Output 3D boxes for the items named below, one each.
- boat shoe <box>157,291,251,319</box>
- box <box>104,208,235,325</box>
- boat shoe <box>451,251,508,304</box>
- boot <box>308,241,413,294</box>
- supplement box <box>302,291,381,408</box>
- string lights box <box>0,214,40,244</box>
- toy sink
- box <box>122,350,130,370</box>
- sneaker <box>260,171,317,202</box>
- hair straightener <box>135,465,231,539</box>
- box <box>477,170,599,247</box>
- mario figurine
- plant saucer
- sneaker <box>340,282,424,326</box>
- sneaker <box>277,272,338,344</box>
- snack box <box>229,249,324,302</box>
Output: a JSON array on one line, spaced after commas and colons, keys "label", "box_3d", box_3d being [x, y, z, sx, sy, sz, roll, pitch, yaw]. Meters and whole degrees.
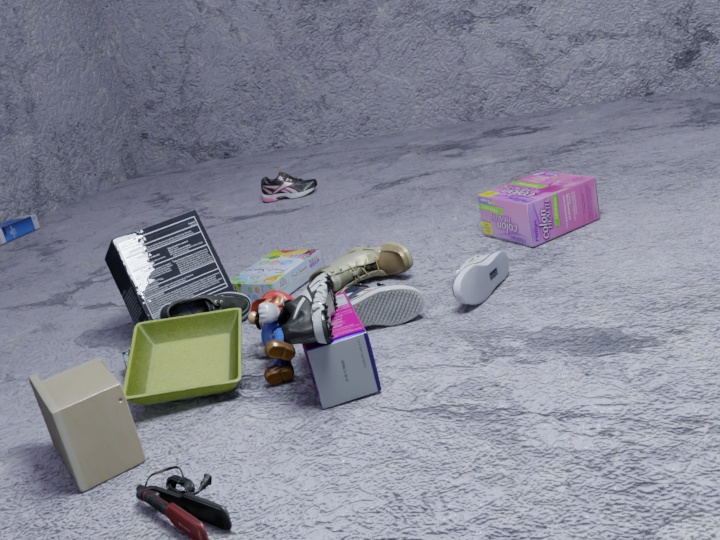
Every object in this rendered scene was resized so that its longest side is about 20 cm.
[{"label": "boat shoe", "box_3d": [-0.304, 0.081, 1.574, 0.196, 0.070, 0.056, -9, -7, -30]}, {"label": "box", "box_3d": [-0.400, 0.009, 1.654, 0.197, 0.202, 0.123, -23, -7, -31]}, {"label": "boat shoe", "box_3d": [0.211, 0.011, 1.476, 0.065, 0.074, 0.199, -5, 19, 36]}, {"label": "boot", "box_3d": [0.000, 0.000, 1.649, 0.197, 0.074, 0.153, -1, 21, 47]}, {"label": "supplement box", "box_3d": [-0.042, 0.123, 1.274, 0.101, 0.103, 0.200, -16, 18, -5]}, {"label": "string lights box", "box_3d": [-1.359, -0.157, 3.057, 0.101, 0.060, 0.200, -2, 21, 31]}, {"label": "toy sink", "box_3d": [-0.418, 0.221, 1.207, 0.110, 0.133, 0.199, -22, 20, -27]}, {"label": "box", "box_3d": [-0.339, 0.158, 1.475, 0.196, 0.041, 0.137, -19, 20, -18]}, {"label": "sneaker", "box_3d": [-0.244, -0.286, 2.618, 0.195, 0.088, 0.081, -10, 20, 7]}, {"label": "hair straightener", "box_3d": [-0.224, 0.296, 1.018, 0.076, 0.042, 0.198, -28, 19, -38]}, {"label": "box", "box_3d": [0.393, -0.141, 1.744, 0.197, 0.099, 0.175, -22, 21, -23]}, {"label": "mario figurine", "box_3d": [-0.164, 0.107, 1.370, 0.124, 0.105, 0.201, -48, 26, 17]}, {"label": "plant saucer", "box_3d": [-0.299, 0.156, 1.365, 0.195, 0.049, 0.202, -8, 35, -3]}, {"label": "sneaker", "box_3d": [0.018, 0.061, 1.448, 0.195, 0.080, 0.080, -13, 24, 5]}, {"label": "sneaker", "box_3d": [-0.085, 0.058, 1.225, 0.088, 0.068, 0.201, -11, 21, 6]}, {"label": "snack box", "box_3d": [-0.190, 0.011, 1.776, 0.140, 0.054, 0.199, -2, 22, 33]}]
